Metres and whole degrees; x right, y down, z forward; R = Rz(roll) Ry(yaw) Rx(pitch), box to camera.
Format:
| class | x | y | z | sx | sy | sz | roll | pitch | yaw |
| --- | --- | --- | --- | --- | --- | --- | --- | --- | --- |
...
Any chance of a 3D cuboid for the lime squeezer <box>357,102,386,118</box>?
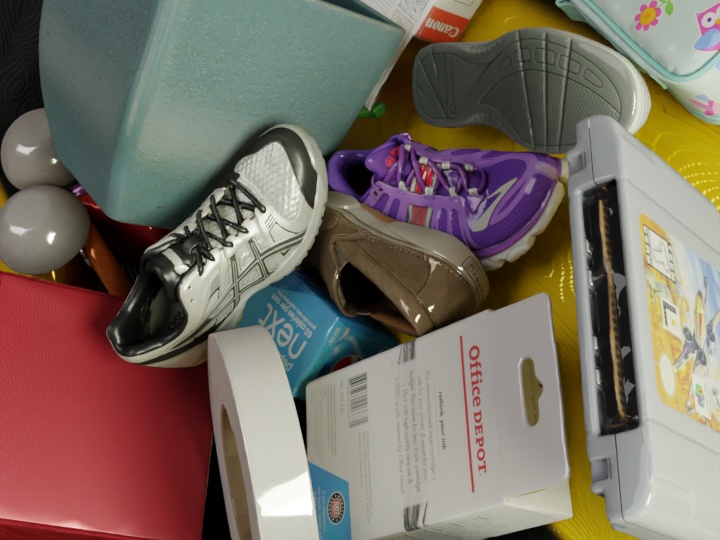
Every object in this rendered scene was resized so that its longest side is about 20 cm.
| class | x | y | z | sx | sy | sz | roll | pitch | yaw |
| --- | --- | --- | --- | --- | --- | --- | --- | --- | --- |
| lime squeezer | -0.070 | -0.138 | 0.945 | 0.199 | 0.038 | 0.071 | 25 | 74 | 46 |

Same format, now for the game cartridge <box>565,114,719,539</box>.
| class | x | y | z | sx | sy | sz | roll | pitch | yaw |
| --- | --- | --- | --- | --- | --- | --- | --- | --- | --- |
| game cartridge | 0.154 | 0.035 | 0.569 | 0.041 | 0.133 | 0.202 | -22 | 58 | 40 |

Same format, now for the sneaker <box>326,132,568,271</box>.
| class | x | y | z | sx | sy | sz | roll | pitch | yaw |
| --- | --- | --- | --- | --- | --- | --- | --- | --- | --- |
| sneaker | 0.048 | -0.052 | 0.755 | 0.199 | 0.083 | 0.081 | 0 | 59 | 47 |

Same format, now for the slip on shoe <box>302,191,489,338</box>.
| class | x | y | z | sx | sy | sz | roll | pitch | yaw |
| --- | --- | --- | --- | --- | --- | --- | --- | --- | --- |
| slip on shoe | 0.000 | 0.000 | 0.775 | 0.061 | 0.076 | 0.199 | -43 | 38 | -22 |

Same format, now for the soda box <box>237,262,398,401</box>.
| class | x | y | z | sx | sy | sz | roll | pitch | yaw |
| --- | --- | --- | --- | --- | --- | --- | --- | --- | --- |
| soda box | -0.059 | 0.025 | 0.860 | 0.068 | 0.064 | 0.200 | -59 | 41 | 9 |

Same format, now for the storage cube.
| class | x | y | z | sx | sy | sz | roll | pitch | yaw |
| --- | --- | --- | --- | --- | --- | --- | --- | --- | --- |
| storage cube | -0.221 | 0.125 | 0.868 | 0.171 | 0.178 | 0.202 | -34 | 48 | 56 |

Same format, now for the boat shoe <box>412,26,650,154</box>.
| class | x | y | z | sx | sy | sz | roll | pitch | yaw |
| --- | --- | --- | --- | --- | --- | --- | --- | --- | --- |
| boat shoe | 0.111 | -0.116 | 0.728 | 0.201 | 0.064 | 0.075 | 14 | 110 | 56 |

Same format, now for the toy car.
| class | x | y | z | sx | sy | sz | roll | pitch | yaw |
| --- | --- | --- | --- | --- | --- | --- | --- | --- | --- |
| toy car | -0.232 | -0.047 | 1.031 | 0.148 | 0.175 | 0.202 | -10 | 58 | 5 |

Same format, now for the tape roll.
| class | x | y | z | sx | sy | sz | roll | pitch | yaw |
| --- | --- | --- | --- | --- | --- | --- | --- | --- | --- |
| tape roll | -0.065 | 0.137 | 0.746 | 0.203 | 0.037 | 0.205 | 171 | 90 | -77 |

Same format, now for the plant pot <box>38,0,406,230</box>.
| class | x | y | z | sx | sy | sz | roll | pitch | yaw |
| --- | --- | --- | --- | --- | --- | --- | --- | --- | --- |
| plant pot | -0.125 | -0.140 | 0.837 | 0.196 | 0.195 | 0.201 | 42 | 116 | 43 |

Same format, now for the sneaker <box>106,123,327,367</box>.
| class | x | y | z | sx | sy | sz | roll | pitch | yaw |
| --- | --- | --- | --- | --- | --- | --- | --- | --- | --- |
| sneaker | -0.097 | -0.010 | 0.767 | 0.076 | 0.087 | 0.201 | 40 | 108 | 22 |

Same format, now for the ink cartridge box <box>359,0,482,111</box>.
| class | x | y | z | sx | sy | sz | roll | pitch | yaw |
| --- | --- | --- | --- | --- | --- | --- | --- | --- | --- |
| ink cartridge box | 0.042 | -0.228 | 0.858 | 0.109 | 0.050 | 0.201 | 49 | 119 | 32 |

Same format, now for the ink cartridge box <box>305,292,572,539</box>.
| class | x | y | z | sx | sy | sz | roll | pitch | yaw |
| --- | --- | --- | --- | --- | --- | --- | --- | --- | --- |
| ink cartridge box | 0.058 | 0.102 | 0.693 | 0.199 | 0.066 | 0.117 | -24 | 57 | 38 |

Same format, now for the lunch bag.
| class | x | y | z | sx | sy | sz | roll | pitch | yaw |
| --- | --- | --- | --- | --- | --- | --- | --- | --- | --- |
| lunch bag | 0.199 | -0.190 | 0.672 | 0.161 | 0.077 | 0.201 | -50 | 43 | 21 |
